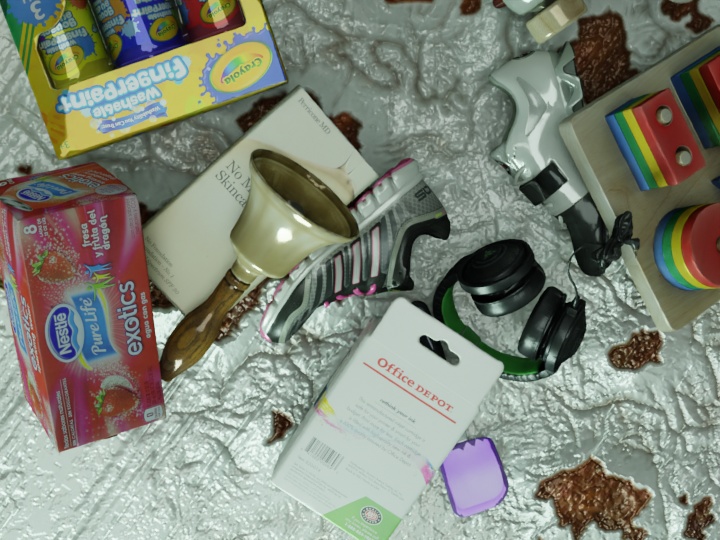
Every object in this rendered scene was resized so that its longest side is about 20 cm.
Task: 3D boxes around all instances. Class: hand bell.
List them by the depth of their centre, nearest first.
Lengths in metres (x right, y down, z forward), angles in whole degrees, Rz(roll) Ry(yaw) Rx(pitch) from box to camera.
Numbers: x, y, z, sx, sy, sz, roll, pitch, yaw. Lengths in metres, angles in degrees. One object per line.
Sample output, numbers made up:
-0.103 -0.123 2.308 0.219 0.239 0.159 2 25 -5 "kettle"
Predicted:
-0.101 0.013 0.915 0.104 0.104 0.200 37 108 -7 "hand bell"

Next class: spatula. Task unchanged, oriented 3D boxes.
0.081 0.121 1.031 0.056 0.021 0.201 -18 98 1 "spatula"

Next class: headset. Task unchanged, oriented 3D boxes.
0.147 0.018 0.958 0.123 0.200 0.094 43 52 -7 "headset"

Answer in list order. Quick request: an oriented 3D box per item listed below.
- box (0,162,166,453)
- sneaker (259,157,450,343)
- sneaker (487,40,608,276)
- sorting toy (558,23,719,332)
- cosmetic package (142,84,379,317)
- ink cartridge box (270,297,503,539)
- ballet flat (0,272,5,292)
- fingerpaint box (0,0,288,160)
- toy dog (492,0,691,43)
-0.224 0.027 0.910 0.095 0.100 0.201 -15 117 -26 "box"
0.000 0.000 0.982 0.087 0.074 0.200 45 89 -2 "sneaker"
0.159 -0.087 0.985 0.088 0.074 0.201 -14 91 4 "sneaker"
0.296 -0.083 0.953 0.200 0.070 0.199 -32 99 -22 "sorting toy"
-0.092 -0.053 0.972 0.200 0.073 0.104 -42 99 4 "cosmetic package"
0.024 0.124 0.992 0.117 0.067 0.200 34 102 -2 "ink cartridge box"
-0.287 -0.001 0.971 0.200 0.065 0.071 25 95 -7 "ballet flat"
-0.179 -0.201 0.944 0.199 0.073 0.167 -18 99 0 "fingerpaint box"
0.181 -0.266 0.961 0.199 0.096 0.132 -17 96 -16 "toy dog"
